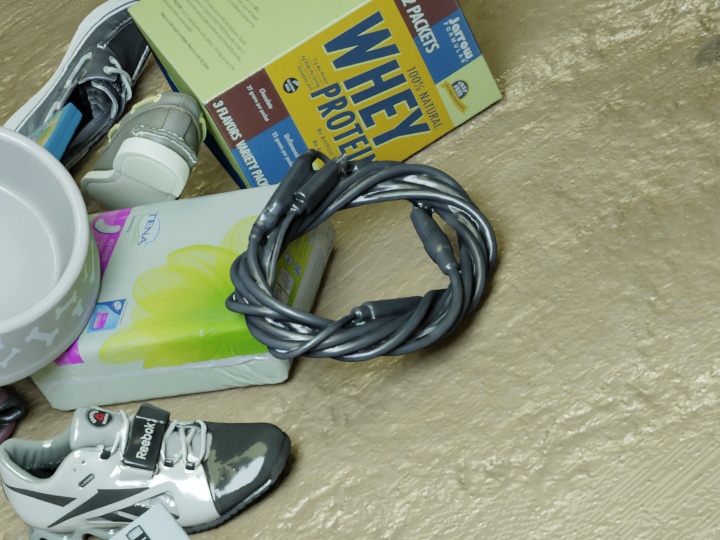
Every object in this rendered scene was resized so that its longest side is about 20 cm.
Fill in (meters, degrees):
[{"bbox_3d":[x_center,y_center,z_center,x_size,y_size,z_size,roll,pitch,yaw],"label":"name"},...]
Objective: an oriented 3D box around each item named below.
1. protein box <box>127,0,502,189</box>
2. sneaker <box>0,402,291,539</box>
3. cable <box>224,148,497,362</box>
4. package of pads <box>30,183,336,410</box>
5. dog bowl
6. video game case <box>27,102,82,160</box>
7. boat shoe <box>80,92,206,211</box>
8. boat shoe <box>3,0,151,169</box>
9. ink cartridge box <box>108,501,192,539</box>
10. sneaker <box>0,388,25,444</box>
[{"bbox_3d":[-0.037,-0.166,1.667,0.200,0.135,0.199,-33,35,-5],"label":"protein box"},{"bbox_3d":[-0.147,0.124,1.424,0.200,0.089,0.074,-15,36,15],"label":"sneaker"},{"bbox_3d":[0.000,0.000,1.465,0.163,0.051,0.200,22,46,8],"label":"cable"},{"bbox_3d":[-0.126,0.016,1.559,0.200,0.068,0.155,-8,42,25],"label":"package of pads"},{"bbox_3d":[-0.276,-0.018,1.501,0.200,0.059,0.200,6,57,-10],"label":"dog bowl"},{"bbox_3d":[-0.310,-0.044,1.725,0.200,0.018,0.143,-35,20,22],"label":"video game case"},{"bbox_3d":[-0.159,-0.082,1.638,0.060,0.072,0.202,-67,12,-16],"label":"boat shoe"},{"bbox_3d":[-0.222,-0.153,1.828,0.068,0.072,0.200,12,54,45],"label":"boat shoe"},{"bbox_3d":[-0.165,0.241,1.293,0.200,0.084,0.176,-36,36,-10],"label":"ink cartridge box"},{"bbox_3d":[-0.285,0.076,1.598,0.115,0.076,0.200,0,54,26],"label":"sneaker"}]
